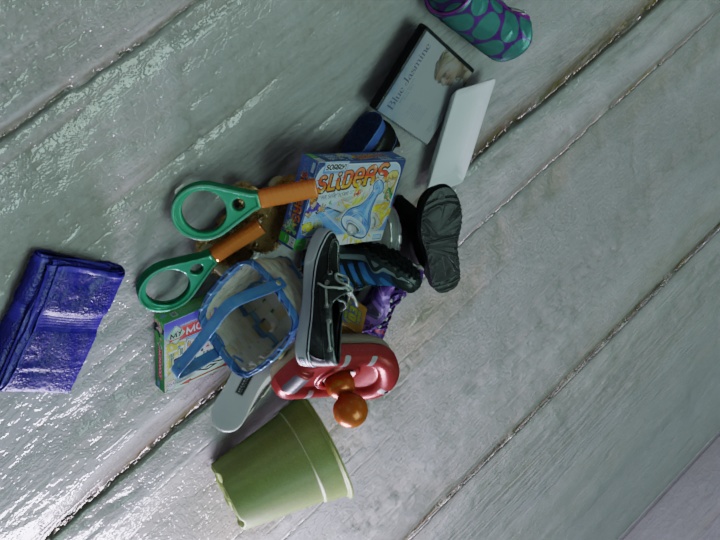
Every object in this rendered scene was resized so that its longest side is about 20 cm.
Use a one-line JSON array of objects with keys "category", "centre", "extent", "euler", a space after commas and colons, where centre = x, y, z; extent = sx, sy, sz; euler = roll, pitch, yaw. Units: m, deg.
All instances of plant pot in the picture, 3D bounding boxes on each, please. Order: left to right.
[{"category": "plant pot", "centre": [-0.141, 0.332, 1.923], "extent": [0.190, 0.200, 0.200], "euler": [-26, 138, -13]}]

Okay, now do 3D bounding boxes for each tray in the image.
[{"category": "tray", "centre": [0.156, -0.220, 1.890], "extent": [0.107, 0.022, 0.200], "euler": [-25, 141, -44]}]

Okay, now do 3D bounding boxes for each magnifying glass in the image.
[{"category": "magnifying glass", "centre": [-0.222, -0.008, 1.612], "extent": [0.200, 0.022, 0.080], "euler": [-33, 134, 2]}, {"category": "magnifying glass", "centre": [-0.157, -0.092, 1.563], "extent": [0.200, 0.022, 0.080], "euler": [-12, 113, 1]}]

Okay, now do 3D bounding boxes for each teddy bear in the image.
[{"category": "teddy bear", "centre": [-0.153, -0.071, 1.664], "extent": [0.145, 0.067, 0.200], "euler": [29, 103, -45]}]

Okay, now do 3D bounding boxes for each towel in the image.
[{"category": "towel", "centre": [-0.398, 0.074, 1.513], "extent": [0.148, 0.050, 0.200], "euler": [12, 110, -51]}]

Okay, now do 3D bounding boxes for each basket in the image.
[{"category": "basket", "centre": [-0.161, 0.068, 1.619], "extent": [0.200, 0.139, 0.176], "euler": [-21, 160, -49]}]

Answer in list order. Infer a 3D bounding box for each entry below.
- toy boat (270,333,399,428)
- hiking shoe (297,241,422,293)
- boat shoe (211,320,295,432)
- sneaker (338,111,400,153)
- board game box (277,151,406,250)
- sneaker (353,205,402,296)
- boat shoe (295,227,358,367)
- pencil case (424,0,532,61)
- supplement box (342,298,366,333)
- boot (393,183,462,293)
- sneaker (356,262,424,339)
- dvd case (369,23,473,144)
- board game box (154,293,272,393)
[{"category": "toy boat", "centre": [-0.027, 0.171, 1.706], "extent": [0.200, 0.131, 0.131], "euler": [2, 146, -41]}, {"category": "hiking shoe", "centre": [0.000, 0.000, 1.775], "extent": [0.074, 0.200, 0.087], "euler": [-30, 139, -62]}, {"category": "boat shoe", "centre": [-0.167, 0.159, 1.788], "extent": [0.200, 0.071, 0.064], "euler": [-56, 178, -9]}, {"category": "sneaker", "centre": [-0.013, -0.141, 1.745], "extent": [0.200, 0.070, 0.078], "euler": [-52, 137, -4]}, {"category": "board game box", "centre": [-0.024, -0.104, 1.673], "extent": [0.200, 0.034, 0.136], "euler": [-9, 123, -50]}, {"category": "sneaker", "centre": [-0.005, -0.021, 1.843], "extent": [0.088, 0.081, 0.200], "euler": [6, 114, -52]}, {"category": "boat shoe", "centre": [-0.042, 0.035, 1.596], "extent": [0.074, 0.068, 0.200], "euler": [52, 42, -58]}, {"category": "pencil case", "centre": [0.181, -0.388, 1.742], "extent": [0.092, 0.085, 0.200], "euler": [-46, 147, 18]}, {"category": "supplement box", "centre": [-0.072, 0.117, 1.812], "extent": [0.069, 0.067, 0.200], "euler": [30, 132, -16]}, {"category": "boot", "centre": [0.097, -0.073, 1.848], "extent": [0.073, 0.162, 0.199], "euler": [-18, 124, -17]}, {"category": "sneaker", "centre": [0.033, 0.065, 1.831], "extent": [0.081, 0.084, 0.200], "euler": [17, 126, -46]}, {"category": "dvd case", "centre": [0.098, -0.281, 1.771], "extent": [0.143, 0.018, 0.200], "euler": [-58, 152, 6]}, {"category": "board game box", "centre": [-0.219, 0.091, 1.744], "extent": [0.200, 0.029, 0.135], "euler": [-24, 136, -34]}]
